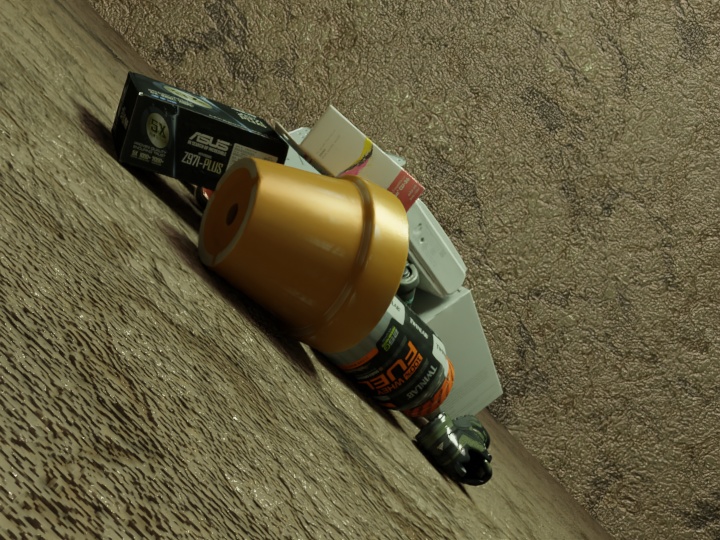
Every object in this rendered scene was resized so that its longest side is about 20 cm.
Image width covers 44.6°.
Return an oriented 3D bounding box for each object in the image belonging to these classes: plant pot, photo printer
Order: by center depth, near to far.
[{"bbox_3d":[-0.075,-0.033,0.988,0.181,0.203,0.200,25,13,-32],"label":"plant pot"},{"bbox_3d":[0.054,-0.051,1.324,0.167,0.070,0.199,52,-15,-29],"label":"photo printer"}]

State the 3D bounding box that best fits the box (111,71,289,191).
[{"bbox_3d":[-0.209,-0.170,1.128,0.196,0.088,0.164,16,14,-24],"label":"box"}]

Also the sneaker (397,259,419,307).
[{"bbox_3d":[0.000,0.000,1.276,0.199,0.075,0.081,35,-39,34],"label":"sneaker"}]

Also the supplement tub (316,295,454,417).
[{"bbox_3d":[0.032,0.101,1.159,0.200,0.123,0.123,43,3,-32],"label":"supplement tub"}]

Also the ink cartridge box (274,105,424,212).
[{"bbox_3d":[-0.018,-0.144,1.137,0.199,0.068,0.116,40,-2,-7],"label":"ink cartridge box"}]

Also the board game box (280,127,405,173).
[{"bbox_3d":[-0.063,-0.155,1.307,0.197,0.026,0.199,22,32,26],"label":"board game box"}]

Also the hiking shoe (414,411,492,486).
[{"bbox_3d":[0.144,0.260,1.228,0.101,0.076,0.199,55,15,26],"label":"hiking shoe"}]

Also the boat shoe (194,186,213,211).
[{"bbox_3d":[-0.144,-0.105,1.294,0.195,0.073,0.062,9,-11,-20],"label":"boat shoe"}]

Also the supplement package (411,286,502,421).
[{"bbox_3d":[0.120,0.124,1.364,0.119,0.120,0.203,30,-34,55],"label":"supplement package"}]
